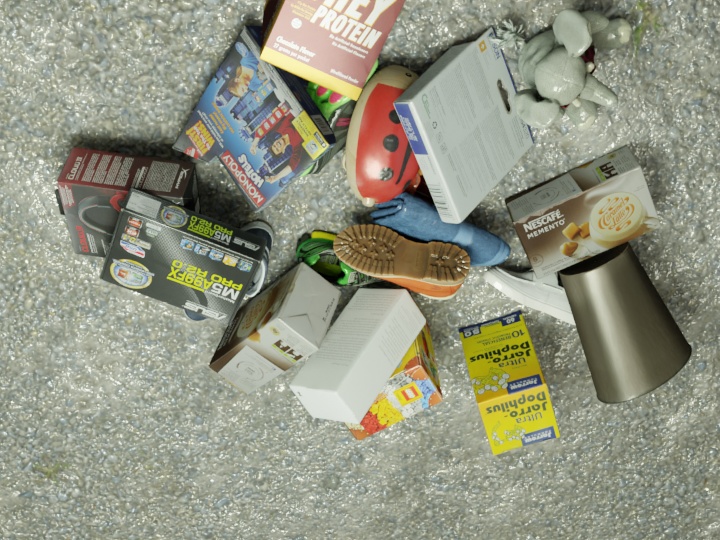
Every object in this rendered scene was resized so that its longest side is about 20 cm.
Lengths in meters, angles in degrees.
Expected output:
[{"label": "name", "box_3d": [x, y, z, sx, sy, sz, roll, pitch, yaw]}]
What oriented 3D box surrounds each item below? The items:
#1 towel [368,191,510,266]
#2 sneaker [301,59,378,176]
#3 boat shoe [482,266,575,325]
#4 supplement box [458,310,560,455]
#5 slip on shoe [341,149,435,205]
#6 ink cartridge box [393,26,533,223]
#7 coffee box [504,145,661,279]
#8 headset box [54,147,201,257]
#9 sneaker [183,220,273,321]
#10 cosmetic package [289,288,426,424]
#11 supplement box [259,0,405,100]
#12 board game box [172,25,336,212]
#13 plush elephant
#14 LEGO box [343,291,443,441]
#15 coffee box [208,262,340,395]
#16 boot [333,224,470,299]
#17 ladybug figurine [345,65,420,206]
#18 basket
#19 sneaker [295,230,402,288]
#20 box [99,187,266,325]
[{"label": "towel", "box_3d": [0.116, -0.055, 1.531, 0.199, 0.111, 0.049, 24, 78, -25]}, {"label": "sneaker", "box_3d": [-0.041, -0.221, 1.461, 0.077, 0.084, 0.201, 40, 103, 23]}, {"label": "boat shoe", "box_3d": [0.286, 0.026, 1.626, 0.199, 0.072, 0.069, 23, 102, -14]}, {"label": "supplement box", "box_3d": [0.230, 0.172, 1.628, 0.108, 0.200, 0.110, -17, 121, 6]}, {"label": "slip on shoe", "box_3d": [0.067, -0.136, 1.517, 0.199, 0.061, 0.074, 20, 119, -14]}, {"label": "ink cartridge box", "box_3d": [0.147, -0.203, 1.448, 0.043, 0.200, 0.197, 7, 132, 44]}, {"label": "coffee box", "box_3d": [0.329, -0.086, 1.553, 0.199, 0.080, 0.115, -23, 119, 9]}, {"label": "headset box", "box_3d": [-0.331, -0.087, 1.472, 0.198, 0.075, 0.149, 8, 139, 4]}, {"label": "sneaker", "box_3d": [-0.204, 0.021, 1.561, 0.070, 0.109, 0.200, 35, 113, -21]}, {"label": "cosmetic package", "box_3d": [-0.001, 0.120, 1.511, 0.101, 0.200, 0.071, 1, 134, 46]}, {"label": "supplement box", "box_3d": [-0.027, -0.356, 1.298, 0.132, 0.200, 0.198, 21, 117, -15]}, {"label": "board game box", "box_3d": [-0.153, -0.191, 1.427, 0.200, 0.062, 0.201, -38, 82, 27]}, {"label": "plush elephant", "box_3d": [0.278, -0.263, 1.393, 0.199, 0.155, 0.165, 16, 118, -19]}, {"label": "LEGO box", "box_3d": [0.035, 0.143, 1.598, 0.148, 0.200, 0.077, -27, 119, 13]}, {"label": "coffee box", "box_3d": [-0.129, 0.090, 1.553, 0.080, 0.115, 0.200, 38, 136, -17]}, {"label": "boot", "box_3d": [0.056, -0.004, 1.522, 0.198, 0.076, 0.107, 15, 160, 5]}, {"label": "ladybug figurine", "box_3d": [0.046, -0.182, 1.430, 0.135, 0.072, 0.202, 18, 86, -47]}, {"label": "basket", "box_3d": [0.390, 0.068, 1.574, 0.180, 0.136, 0.201, -35, 104, -31]}, {"label": "sneaker", "box_3d": [0.000, 0.000, 1.578, 0.198, 0.085, 0.079, 6, 120, -8]}, {"label": "box", "box_3d": [-0.247, -0.015, 1.442, 0.199, 0.044, 0.161, 21, 137, -11]}]
